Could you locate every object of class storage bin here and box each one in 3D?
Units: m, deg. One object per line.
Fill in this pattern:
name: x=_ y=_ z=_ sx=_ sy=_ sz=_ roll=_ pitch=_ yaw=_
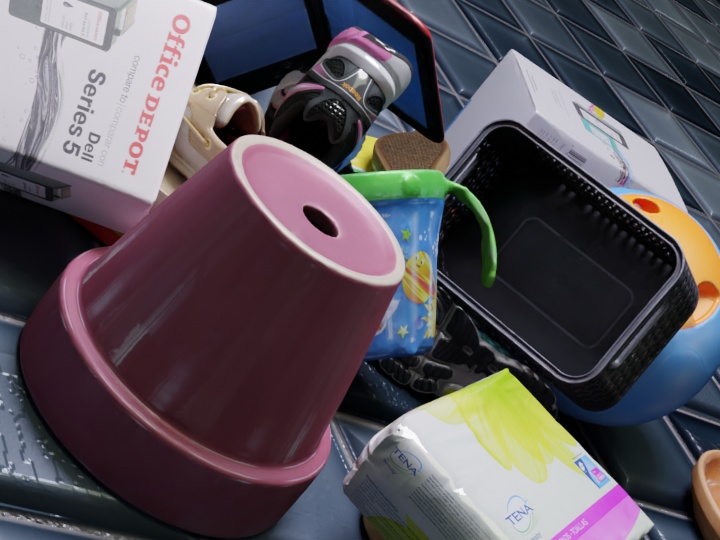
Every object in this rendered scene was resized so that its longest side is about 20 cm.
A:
storage bin: x=0.146 y=-0.004 z=1.293 sx=0.200 sy=0.135 sz=0.094 roll=40 pitch=-2 yaw=26

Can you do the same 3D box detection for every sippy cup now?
sippy cup: x=0.000 y=0.000 z=1.206 sx=0.139 sy=0.177 sz=0.131 roll=-4 pitch=88 yaw=-63

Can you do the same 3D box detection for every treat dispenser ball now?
treat dispenser ball: x=0.216 y=0.031 z=1.420 sx=0.200 sy=0.201 sz=0.201 roll=33 pitch=24 yaw=-16

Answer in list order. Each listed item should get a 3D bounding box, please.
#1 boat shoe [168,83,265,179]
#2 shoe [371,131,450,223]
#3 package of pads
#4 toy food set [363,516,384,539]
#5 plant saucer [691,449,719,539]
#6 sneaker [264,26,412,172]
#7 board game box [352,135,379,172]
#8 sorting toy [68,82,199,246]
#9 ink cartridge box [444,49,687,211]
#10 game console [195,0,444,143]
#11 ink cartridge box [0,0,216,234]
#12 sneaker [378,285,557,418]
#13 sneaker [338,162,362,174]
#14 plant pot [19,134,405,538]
boat shoe: x=-0.094 y=-0.092 z=1.149 sx=0.074 sy=0.069 sz=0.200 roll=4 pitch=42 yaw=-55
shoe: x=0.043 y=-0.070 z=1.434 sx=0.069 sy=0.054 sz=0.200 roll=4 pitch=23 yaw=-1
package of pads: x=0.089 y=0.146 z=1.057 sx=0.155 sy=0.068 sz=0.200 roll=46 pitch=23 yaw=12
toy food set: x=0.103 y=0.209 z=1.115 sx=0.199 sy=0.049 sz=0.198 roll=9 pitch=38 yaw=-52
plant saucer: x=0.363 y=0.244 z=1.468 sx=0.200 sy=0.037 sz=0.200 roll=34 pitch=23 yaw=-16
sneaker: x=-0.040 y=-0.099 z=1.195 sx=0.080 sy=0.200 sz=0.086 roll=39 pitch=63 yaw=0
board game box: x=0.028 y=-0.058 z=1.495 sx=0.199 sy=0.040 sz=0.153 roll=8 pitch=39 yaw=-52
sorting toy: x=-0.188 y=-0.106 z=1.211 sx=0.200 sy=0.070 sz=0.199 roll=38 pitch=23 yaw=-5
ink cartridge box: x=0.193 y=-0.087 z=1.667 sx=0.199 sy=0.147 sz=0.146 roll=31 pitch=23 yaw=-22
game console: x=-0.040 y=-0.152 z=1.239 sx=0.200 sy=0.171 sz=0.119 roll=73 pitch=-3 yaw=-69
ink cartridge box: x=-0.208 y=-0.128 z=1.062 sx=0.199 sy=0.084 sz=0.146 roll=20 pitch=72 yaw=-12
sneaker: x=0.068 y=0.065 z=1.317 sx=0.200 sy=0.078 sz=0.080 roll=42 pitch=6 yaw=-15
sneaker: x=-0.024 y=-0.085 z=1.374 sx=0.113 sy=0.076 sz=0.200 roll=29 pitch=41 yaw=-3
plant pot: x=-0.075 y=0.027 z=1.004 sx=0.199 sy=0.179 sz=0.200 roll=33 pitch=23 yaw=-16
